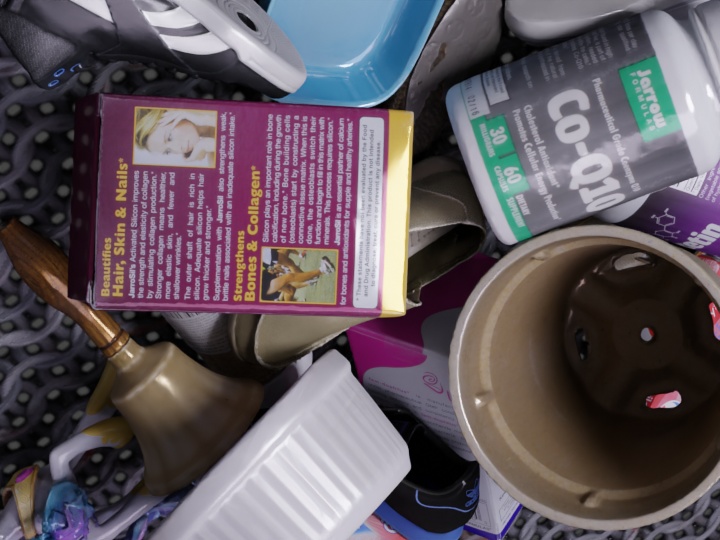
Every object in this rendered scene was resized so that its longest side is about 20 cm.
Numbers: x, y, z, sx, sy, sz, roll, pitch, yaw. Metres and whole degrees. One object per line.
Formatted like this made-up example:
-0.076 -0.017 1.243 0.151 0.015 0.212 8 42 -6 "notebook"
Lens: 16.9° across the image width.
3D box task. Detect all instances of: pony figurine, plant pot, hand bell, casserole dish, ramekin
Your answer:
-0.205 0.185 1.681 0.200 0.166 0.193 -39 131 -15 "pony figurine"
0.179 0.058 1.648 0.201 0.200 0.183 -50 172 17 "plant pot"
-0.166 0.043 1.583 0.104 0.104 0.200 -40 109 7 "hand bell"
-0.004 -0.187 1.526 0.121 0.039 0.200 3 127 -31 "casserole dish"
-0.053 0.154 1.594 0.202 0.094 0.202 -46 178 -2 "ramekin"

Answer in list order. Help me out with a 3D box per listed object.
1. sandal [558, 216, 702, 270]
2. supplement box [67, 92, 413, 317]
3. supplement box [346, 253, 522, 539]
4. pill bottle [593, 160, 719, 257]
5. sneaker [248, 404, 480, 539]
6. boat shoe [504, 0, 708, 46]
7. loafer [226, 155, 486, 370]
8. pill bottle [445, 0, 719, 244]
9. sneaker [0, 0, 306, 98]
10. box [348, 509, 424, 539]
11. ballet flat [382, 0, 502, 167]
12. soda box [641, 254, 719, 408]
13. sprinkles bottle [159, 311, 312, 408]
0.228 -0.033 1.793 0.199 0.054 0.080 -29 137 -7 "sandal"
-0.075 -0.039 1.496 0.199 0.103 0.132 3 91 -15 "supplement box"
0.069 0.085 1.746 0.103 0.101 0.200 -54 148 -31 "supplement box"
0.228 -0.075 1.696 0.199 0.113 0.113 16 120 -21 "pill bottle"
-0.005 0.118 1.708 0.070 0.199 0.078 -57 170 -42 "sneaker"
0.186 -0.177 1.634 0.199 0.072 0.069 -22 133 -27 "boat shoe"
0.000 0.000 1.603 0.200 0.067 0.076 -38 135 -5 "loafer"
0.165 -0.101 1.565 0.199 0.113 0.113 -21 138 8 "pill bottle"
-0.138 -0.140 1.460 0.200 0.073 0.112 34 111 -27 "sneaker"
-0.024 0.203 1.749 0.102 0.200 0.095 -5 133 -26 "box"
0.038 -0.110 1.625 0.067 0.046 0.201 1 123 -36 "ballet flat"
0.221 0.085 1.826 0.070 0.063 0.200 42 72 -46 "soda box"
-0.102 0.016 1.630 0.068 0.068 0.200 -35 137 1 "sprinkles bottle"
